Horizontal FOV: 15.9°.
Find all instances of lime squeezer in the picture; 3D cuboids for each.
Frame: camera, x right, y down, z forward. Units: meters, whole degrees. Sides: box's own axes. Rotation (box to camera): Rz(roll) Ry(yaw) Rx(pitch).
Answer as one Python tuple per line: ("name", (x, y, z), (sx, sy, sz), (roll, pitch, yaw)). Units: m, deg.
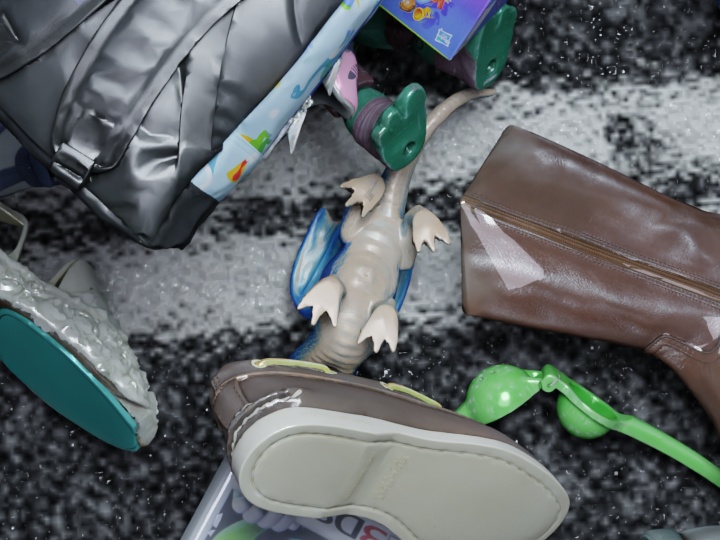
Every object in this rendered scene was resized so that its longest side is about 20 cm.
("lime squeezer", (0.093, 0.081, 1.260), (0.199, 0.038, 0.071), (0, 86, -1))

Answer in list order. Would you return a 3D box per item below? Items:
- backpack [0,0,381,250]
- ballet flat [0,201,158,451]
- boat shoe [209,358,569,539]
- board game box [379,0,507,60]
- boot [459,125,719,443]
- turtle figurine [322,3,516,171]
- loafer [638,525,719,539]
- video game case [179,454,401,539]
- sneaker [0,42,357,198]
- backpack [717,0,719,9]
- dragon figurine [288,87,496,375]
("backpack", (-0.063, -0.131, 1.069), (0.163, 0.154, 0.200), (40, 103, 12))
("ballet flat", (-0.170, 0.006, 1.256), (0.200, 0.072, 0.072), (35, 87, 3))
("boat shoe", (0.015, 0.086, 1.199), (0.072, 0.200, 0.060), (-55, 43, 22))
("board game box", (0.042, -0.198, 1.215), (0.134, 0.045, 0.200), (39, 43, 3))
("boot", (0.125, 0.041, 1.229), (0.199, 0.064, 0.187), (18, 69, -12))
("turtle figurine", (-0.032, -0.132, 1.240), (0.200, 0.101, 0.150), (33, 82, 24))
("loafer", (0.164, 0.211, 1.207), (0.063, 0.072, 0.201), (-8, 115, -10))
("video game case", (-0.026, 0.205, 1.233), (0.181, 0.023, 0.200), (29, 87, -15))
("sneaker", (-0.095, -0.067, 1.146), (0.200, 0.070, 0.082), (-27, 67, 1))
("backpack", (0.247, -0.187, 1.208), (0.199, 0.183, 0.147), (-26, 85, 4))
("dragon figurine", (0.000, 0.000, 1.251), (0.059, 0.099, 0.201), (22, 73, -7))
